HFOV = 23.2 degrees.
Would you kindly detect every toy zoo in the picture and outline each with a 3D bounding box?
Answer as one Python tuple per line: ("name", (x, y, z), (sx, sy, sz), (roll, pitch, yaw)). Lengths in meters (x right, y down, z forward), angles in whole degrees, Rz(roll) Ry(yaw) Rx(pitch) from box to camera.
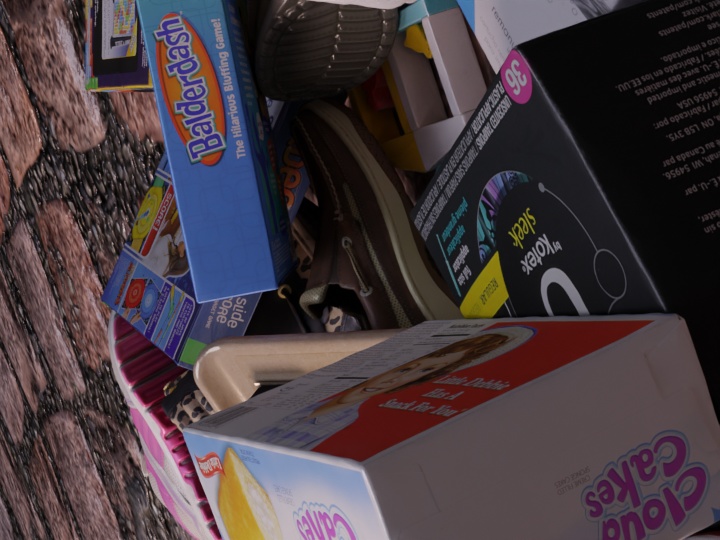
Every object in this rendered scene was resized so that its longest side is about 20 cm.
("toy zoo", (0.016, -0.131, 0.926), (0.131, 0.020, 0.200), (-9, 100, 68))

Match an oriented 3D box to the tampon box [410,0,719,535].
("tampon box", (0.131, 0.017, 0.637), (0.200, 0.126, 0.150), (63, 158, 15))

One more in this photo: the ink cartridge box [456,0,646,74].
("ink cartridge box", (0.094, -0.152, 0.655), (0.116, 0.067, 0.200), (64, 158, 18))

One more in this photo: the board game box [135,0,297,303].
("board game box", (-0.076, -0.090, 0.912), (0.152, 0.045, 0.200), (-66, -35, -86))

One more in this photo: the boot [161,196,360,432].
("boot", (-0.068, 0.028, 1.092), (0.200, 0.151, 0.073), (46, -170, 36))

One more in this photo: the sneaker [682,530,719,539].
("sneaker", (0.068, 0.138, 0.569), (0.078, 0.115, 0.200), (66, 157, -6))

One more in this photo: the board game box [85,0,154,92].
("board game box", (-0.120, -0.209, 1.064), (0.165, 0.057, 0.200), (-168, 78, -64))

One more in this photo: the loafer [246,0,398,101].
("loafer", (-0.020, -0.162, 0.875), (0.200, 0.075, 0.070), (103, 156, -54))

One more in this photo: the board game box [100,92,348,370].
("board game box", (-0.082, -0.049, 1.057), (0.135, 0.034, 0.200), (31, 98, 58))

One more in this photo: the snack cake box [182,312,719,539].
("snack cake box", (0.025, 0.066, 0.604), (0.200, 0.115, 0.067), (-5, 106, 70))

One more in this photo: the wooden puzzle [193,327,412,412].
("wooden puzzle", (0.021, 0.108, 0.897), (0.200, 0.037, 0.185), (-9, 121, 45))

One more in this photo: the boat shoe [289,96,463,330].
("boat shoe", (0.000, -0.003, 0.941), (0.202, 0.075, 0.075), (61, 171, 25))

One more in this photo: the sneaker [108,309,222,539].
("sneaker", (-0.116, 0.105, 1.159), (0.200, 0.081, 0.088), (67, 152, 10))

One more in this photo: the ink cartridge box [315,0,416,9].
("ink cartridge box", (-0.041, -0.211, 0.723), (0.088, 0.145, 0.200), (105, 167, -51))
